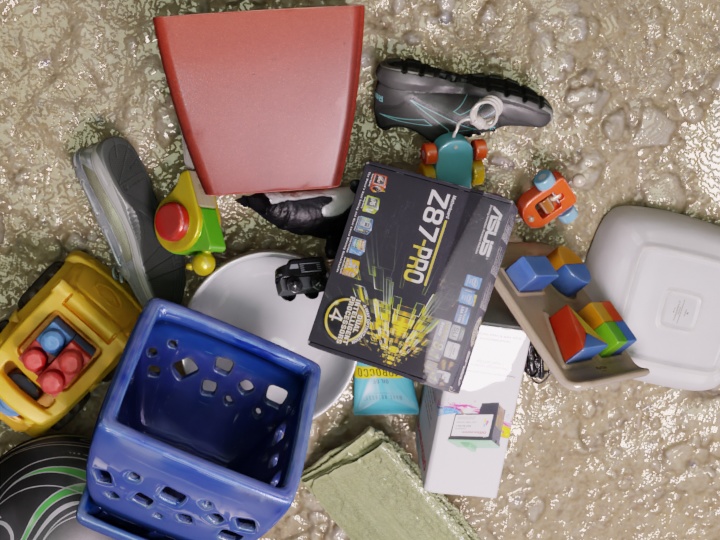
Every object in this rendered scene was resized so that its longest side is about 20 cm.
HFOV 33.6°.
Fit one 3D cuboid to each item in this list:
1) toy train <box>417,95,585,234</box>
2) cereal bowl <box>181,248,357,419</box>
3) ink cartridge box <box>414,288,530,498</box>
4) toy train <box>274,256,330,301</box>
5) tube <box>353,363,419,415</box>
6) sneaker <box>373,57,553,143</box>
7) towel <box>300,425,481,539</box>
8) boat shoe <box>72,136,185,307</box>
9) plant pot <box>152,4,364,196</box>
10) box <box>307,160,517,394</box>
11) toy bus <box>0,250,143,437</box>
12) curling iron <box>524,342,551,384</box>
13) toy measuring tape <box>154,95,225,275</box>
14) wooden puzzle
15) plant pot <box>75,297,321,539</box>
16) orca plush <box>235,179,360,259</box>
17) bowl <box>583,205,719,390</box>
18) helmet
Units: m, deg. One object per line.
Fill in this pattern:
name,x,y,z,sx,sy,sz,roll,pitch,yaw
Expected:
toy train,0.146,-0.105,1.308,0.150,0.056,0.200,-40,124,9
cereal bowl,-0.100,0.071,1.326,0.199,0.083,0.201,-1,101,-3
ink cartridge box,0.120,0.127,1.308,0.084,0.145,0.201,8,108,-4
toy train,0.000,0.000,1.280,0.199,0.034,0.046,-5,68,-27
tube,0.021,0.070,1.356,0.077,0.050,0.201,-1,105,19
sneaker,0.110,-0.178,1.311,0.199,0.075,0.080,11,113,0
towel,0.036,0.275,1.368,0.200,0.037,0.148,48,128,-9
boat shoe,-0.253,-0.045,1.306,0.065,0.074,0.203,-13,107,34
plant pot,-0.095,-0.173,1.219,0.199,0.200,0.177,-4,99,-3
box,0.052,0.006,1.202,0.161,0.049,0.201,18,85,17
toy bus,-0.330,0.098,1.262,0.136,0.192,0.200,43,96,-12
curling iron,0.174,0.035,1.365,0.049,0.026,0.201,-23,92,31
toy measuring tape,-0.197,-0.086,1.292,0.073,0.074,0.201,-16,77,-1
wooden puzzle,0.215,0.034,1.257,0.046,0.185,0.200,-48,66,26
plant pot,-0.169,0.179,1.204,0.199,0.200,0.180,22,127,-7
orca plush,-0.032,-0.050,1.275,0.105,0.200,0.071,-20,76,38
bowl,0.353,0.037,1.359,0.199,0.075,0.201,14,98,-7
helmet,-0.320,0.274,1.297,0.191,0.200,0.200,-37,102,-18
